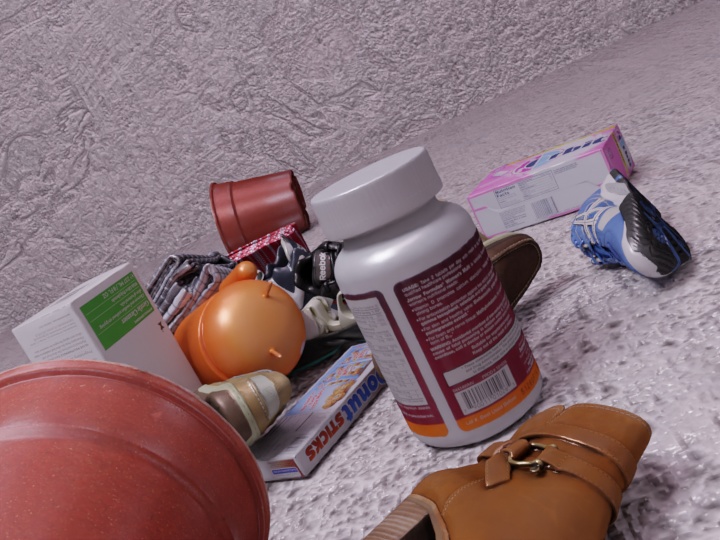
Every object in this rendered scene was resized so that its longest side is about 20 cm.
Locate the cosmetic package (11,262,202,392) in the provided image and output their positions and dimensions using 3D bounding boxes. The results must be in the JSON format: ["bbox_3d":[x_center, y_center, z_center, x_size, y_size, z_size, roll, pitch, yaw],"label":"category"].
[{"bbox_3d":[-0.233,0.109,0.768,0.085,0.200,0.108,-22,15,24],"label":"cosmetic package"}]

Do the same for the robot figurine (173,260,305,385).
[{"bbox_3d":[-0.133,0.080,0.844,0.200,0.117,0.144,-32,19,53],"label":"robot figurine"}]

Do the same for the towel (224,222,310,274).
[{"bbox_3d":[-0.154,0.029,1.102,0.200,0.145,0.022,-27,40,-2],"label":"towel"}]

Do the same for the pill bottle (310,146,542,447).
[{"bbox_3d":[0.048,0.019,0.570,0.109,0.200,0.110,-24,13,6],"label":"pill bottle"}]

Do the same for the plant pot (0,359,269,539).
[{"bbox_3d":[-0.153,0.177,0.363,0.200,0.201,0.195,-24,20,10],"label":"plant pot"}]

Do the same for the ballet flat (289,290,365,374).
[{"bbox_3d":[-0.021,0.055,0.864,0.200,0.068,0.068,-21,15,22],"label":"ballet flat"}]

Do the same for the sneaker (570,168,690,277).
[{"bbox_3d":[0.243,-0.030,0.718,0.077,0.076,0.200,-46,6,20],"label":"sneaker"}]

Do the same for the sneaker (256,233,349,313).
[{"bbox_3d":[-0.050,-0.005,1.025,0.199,0.130,0.079,-29,14,-10],"label":"sneaker"}]

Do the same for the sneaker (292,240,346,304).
[{"bbox_3d":[0.000,0.000,0.893,0.200,0.071,0.098,-7,-12,42],"label":"sneaker"}]

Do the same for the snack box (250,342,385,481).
[{"bbox_3d":[-0.026,0.121,0.711,0.072,0.024,0.200,-19,15,38],"label":"snack box"}]

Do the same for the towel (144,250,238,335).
[{"bbox_3d":[-0.232,0.063,0.976,0.200,0.086,0.166,-53,-13,7],"label":"towel"}]

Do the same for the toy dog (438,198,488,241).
[{"bbox_3d":[0.067,-0.026,0.967,0.096,0.132,0.200,-63,15,-13],"label":"toy dog"}]

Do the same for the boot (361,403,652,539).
[{"bbox_3d":[0.098,0.119,0.368,0.155,0.074,0.200,-29,15,-30],"label":"boot"}]

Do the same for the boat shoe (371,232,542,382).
[{"bbox_3d":[0.106,0.039,0.695,0.202,0.075,0.075,-42,25,-22],"label":"boat shoe"}]

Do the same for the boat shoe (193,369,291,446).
[{"bbox_3d":[-0.101,0.124,0.708,0.076,0.072,0.200,-30,2,-21],"label":"boat shoe"}]

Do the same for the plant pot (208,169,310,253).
[{"bbox_3d":[-0.233,-0.142,1.858,0.195,0.201,0.201,-16,13,5],"label":"plant pot"}]

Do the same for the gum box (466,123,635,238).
[{"bbox_3d":[0.246,-0.115,1.025,0.200,0.066,0.114,-18,16,34],"label":"gum box"}]
